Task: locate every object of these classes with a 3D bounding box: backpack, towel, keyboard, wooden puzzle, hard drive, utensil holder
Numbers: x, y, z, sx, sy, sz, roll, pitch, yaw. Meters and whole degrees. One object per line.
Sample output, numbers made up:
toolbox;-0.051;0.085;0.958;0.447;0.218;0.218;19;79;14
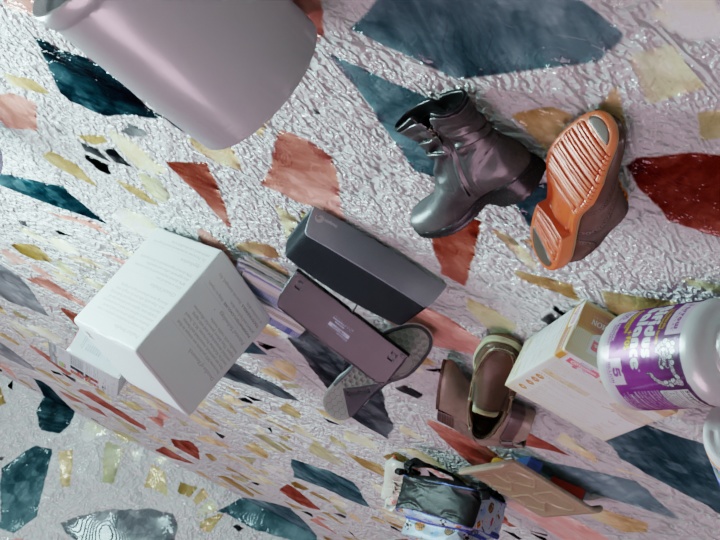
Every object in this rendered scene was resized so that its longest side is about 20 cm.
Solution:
backpack;0.178;0.449;2.193;0.200;0.154;0.190;13;175;37
towel;-0.137;0.043;1.834;0.147;0.024;0.200;30;159;-4
keyboard;-0.015;0.064;1.651;0.200;0.021;0.127;37;126;2
wooden puzzle;0.291;0.363;2.018;0.200;0.046;0.185;28;159;-12
hard drive;0.000;0.000;1.544;0.200;0.042;0.135;31;156;-8
utensil holder;-0.161;-0.230;1.065;0.200;0.170;0.170;38;156;-32

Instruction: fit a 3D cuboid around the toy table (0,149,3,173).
toy table;-0.625;-0.195;1.711;0.200;0.184;0.117;18;175;3

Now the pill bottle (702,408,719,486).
pill bottle;0.478;0.233;1.406;0.112;0.112;0.200;12;153;34

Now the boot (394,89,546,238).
boot;0.082;-0.111;1.187;0.132;0.070;0.200;38;145;-17

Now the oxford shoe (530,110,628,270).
oxford shoe;0.216;-0.080;1.104;0.200;0.073;0.071;103;147;-56

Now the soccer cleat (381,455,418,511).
soccer cleat;0.075;0.432;2.377;0.069;0.078;0.200;23;158;12

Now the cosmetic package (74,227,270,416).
cosmetic package;-0.283;0.074;1.792;0.167;0.200;0.166;20;152;42

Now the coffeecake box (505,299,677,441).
coffeecake box;0.288;0.127;1.446;0.153;0.073;0.200;30;159;-3

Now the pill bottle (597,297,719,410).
pill bottle;0.349;0.087;1.232;0.112;0.112;0.200;36;157;-19

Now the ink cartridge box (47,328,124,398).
ink cartridge box;-0.592;0.187;2.616;0.175;0.084;0.200;29;158;-3

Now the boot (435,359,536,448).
boot;0.187;0.202;1.762;0.146;0.070;0.200;14;153;12

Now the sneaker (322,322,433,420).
sneaker;0.039;0.125;1.746;0.202;0.146;0.077;-39;91;25

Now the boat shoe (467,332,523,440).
boat shoe;0.183;0.166;1.613;0.075;0.075;0.202;12;144;9
